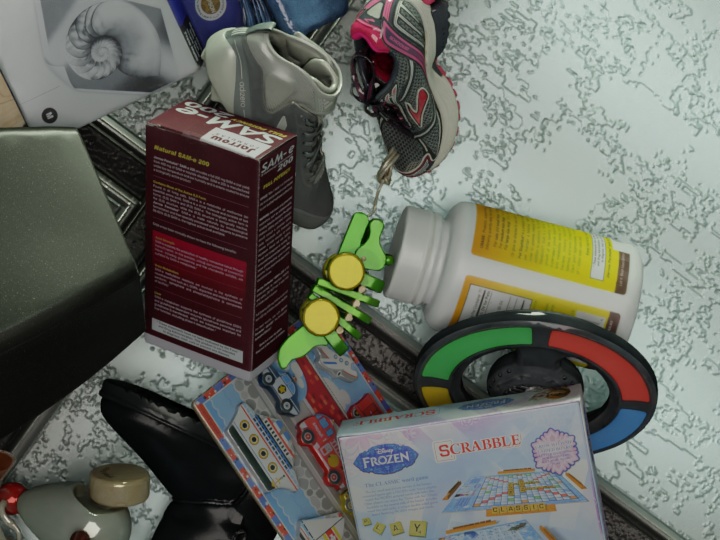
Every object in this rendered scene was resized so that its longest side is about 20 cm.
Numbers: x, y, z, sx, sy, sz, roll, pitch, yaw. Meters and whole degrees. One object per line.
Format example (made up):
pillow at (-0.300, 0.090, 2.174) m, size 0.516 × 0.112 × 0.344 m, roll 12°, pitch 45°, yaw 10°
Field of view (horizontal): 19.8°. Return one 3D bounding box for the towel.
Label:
towel at (-0.080, -0.284, 1.657) m, size 0.048 × 0.112 × 0.201 m, roll -18°, pitch 98°, yaw 35°

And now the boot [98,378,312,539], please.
boot at (-0.156, 0.201, 1.702) m, size 0.199 × 0.076 × 0.169 m, roll 27°, pitch 89°, yaw -12°

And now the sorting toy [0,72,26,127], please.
sorting toy at (-0.318, -0.214, 1.658) m, size 0.199 × 0.070 × 0.200 m, roll 41°, pitch 92°, yaw -6°

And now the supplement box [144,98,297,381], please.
supplement box at (-0.113, -0.024, 1.636) m, size 0.108 × 0.061 × 0.201 m, roll 19°, pitch 123°, yaw 24°

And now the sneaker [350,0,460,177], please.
sneaker at (0.026, -0.148, 1.643) m, size 0.080 × 0.200 × 0.075 m, roll 26°, pitch 58°, yaw 28°

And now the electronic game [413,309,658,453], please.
electronic game at (0.142, 0.095, 1.674) m, size 0.199 × 0.200 × 0.042 m, roll 14°, pitch 54°, yaw -5°

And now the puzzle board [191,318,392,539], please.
puzzle board at (-0.029, 0.149, 1.700) m, size 0.151 × 0.017 × 0.200 m, roll -38°, pitch 97°, yaw -32°

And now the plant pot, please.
plant pot at (-0.273, 0.001, 1.601) m, size 0.177 × 0.200 × 0.200 m, roll -21°, pitch 70°, yaw -12°

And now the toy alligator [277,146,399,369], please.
toy alligator at (0.000, 0.000, 1.659) m, size 0.054 × 0.059 × 0.201 m, roll 29°, pitch 88°, yaw -5°

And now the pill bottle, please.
pill bottle at (0.123, 0.009, 1.690) m, size 0.199 × 0.109 × 0.110 m, roll 15°, pitch 94°, yaw -6°

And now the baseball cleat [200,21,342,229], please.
baseball cleat at (-0.050, -0.111, 1.643) m, size 0.106 × 0.070 × 0.200 m, roll -8°, pitch 134°, yaw 29°

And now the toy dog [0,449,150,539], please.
toy dog at (-0.265, 0.202, 1.653) m, size 0.199 × 0.096 × 0.133 m, roll -12°, pitch 94°, yaw 22°

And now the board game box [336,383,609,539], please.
board game box at (0.097, 0.204, 1.655) m, size 0.199 × 0.041 × 0.201 m, roll -9°, pitch 105°, yaw 9°

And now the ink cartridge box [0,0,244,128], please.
ink cartridge box at (-0.205, -0.226, 1.601) m, size 0.199 × 0.041 × 0.200 m, roll -28°, pitch 112°, yaw -8°
